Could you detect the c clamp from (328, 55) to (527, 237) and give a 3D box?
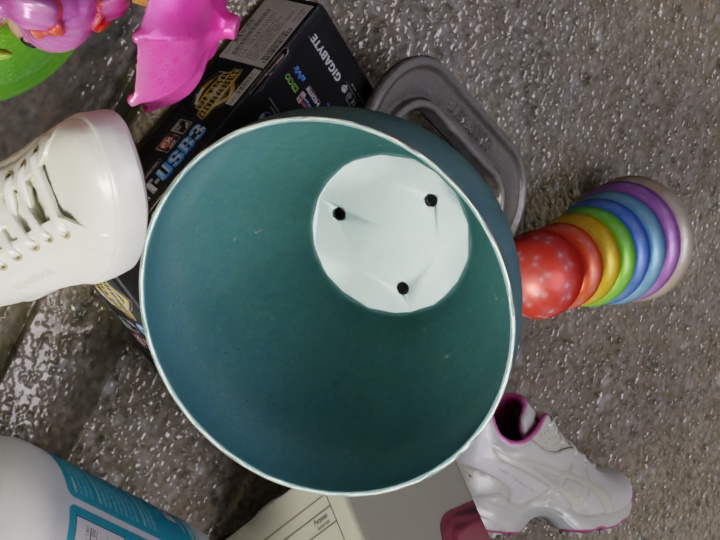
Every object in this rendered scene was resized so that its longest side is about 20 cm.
[{"bbox_3d":[0.040,-0.023,1.212,0.171,0.027,0.200,-56,137,-16],"label":"c clamp"}]

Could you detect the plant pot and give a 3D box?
[{"bbox_3d":[0.000,0.000,1.080,0.135,0.198,0.202,-47,140,-65],"label":"plant pot"}]

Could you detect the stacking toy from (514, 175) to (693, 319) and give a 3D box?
[{"bbox_3d":[0.142,-0.010,1.303,0.200,0.085,0.086,-14,115,-60],"label":"stacking toy"}]

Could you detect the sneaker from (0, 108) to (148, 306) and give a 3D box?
[{"bbox_3d":[-0.164,-0.016,0.968,0.084,0.200,0.073,-17,81,-31],"label":"sneaker"}]

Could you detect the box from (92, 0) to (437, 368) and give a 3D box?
[{"bbox_3d":[-0.051,-0.019,1.172,0.199,0.049,0.200,-52,134,-19],"label":"box"}]

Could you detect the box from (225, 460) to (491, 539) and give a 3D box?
[{"bbox_3d":[0.019,0.220,1.198,0.108,0.128,0.201,-3,63,-44],"label":"box"}]

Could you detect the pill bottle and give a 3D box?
[{"bbox_3d":[-0.168,0.156,1.073,0.200,0.110,0.111,36,79,-45],"label":"pill bottle"}]

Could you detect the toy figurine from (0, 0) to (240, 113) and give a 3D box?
[{"bbox_3d":[-0.147,-0.134,0.940,0.199,0.183,0.152,-5,108,-43],"label":"toy figurine"}]

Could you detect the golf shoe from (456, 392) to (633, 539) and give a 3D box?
[{"bbox_3d":[0.123,0.132,1.381,0.199,0.075,0.092,6,96,-47],"label":"golf shoe"}]
